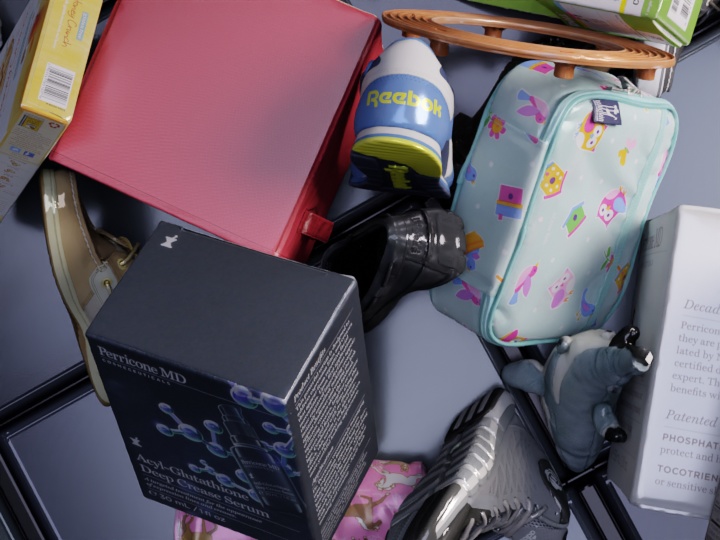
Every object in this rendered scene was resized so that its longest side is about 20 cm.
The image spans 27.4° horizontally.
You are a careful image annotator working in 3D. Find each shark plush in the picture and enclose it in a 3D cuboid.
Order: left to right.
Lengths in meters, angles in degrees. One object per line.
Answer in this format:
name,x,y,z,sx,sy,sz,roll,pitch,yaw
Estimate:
shark plush,0.177,0.084,1.036,0.090,0.200,0.084,-4,73,-22

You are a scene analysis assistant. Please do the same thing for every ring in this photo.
ring,0.111,-0.151,0.991,0.199,0.201,0.019,9,106,4

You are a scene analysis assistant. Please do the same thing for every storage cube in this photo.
storage cube,-0.090,-0.117,1.065,0.199,0.171,0.181,23,89,5

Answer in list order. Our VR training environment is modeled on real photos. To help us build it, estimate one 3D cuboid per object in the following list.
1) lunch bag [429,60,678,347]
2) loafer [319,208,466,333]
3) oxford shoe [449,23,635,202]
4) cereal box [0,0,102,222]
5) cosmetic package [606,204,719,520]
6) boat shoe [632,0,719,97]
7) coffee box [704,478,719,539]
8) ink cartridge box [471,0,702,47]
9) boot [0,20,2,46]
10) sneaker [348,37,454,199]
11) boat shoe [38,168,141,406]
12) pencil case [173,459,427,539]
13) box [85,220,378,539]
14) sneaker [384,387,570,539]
lunch bag,0.143,-0.047,1.043,0.077,0.160,0.201,35,113,42
loafer,0.000,0.000,1.049,0.070,0.200,0.069,6,71,-27
oxford shoe,0.139,-0.117,1.107,0.200,0.073,0.084,-44,116,-5
cereal box,-0.233,-0.132,1.046,0.039,0.200,0.145,19,64,-22
cosmetic package,0.275,0.070,1.036,0.165,0.167,0.202,9,89,4
boat shoe,0.249,-0.222,1.097,0.066,0.070,0.202,12,82,5
coffee box,0.295,0.097,0.911,0.113,0.080,0.202,14,90,3
ink cartridge box,0.154,-0.256,1.057,0.199,0.076,0.149,17,92,31
boot,-0.325,-0.264,1.131,0.096,0.074,0.200,-44,85,9
sneaker,0.031,-0.095,0.988,0.073,0.200,0.083,6,83,-1
boat shoe,-0.187,0.008,1.091,0.066,0.074,0.201,-14,126,-4
pencil case,-0.042,0.188,1.101,0.198,0.087,0.083,-1,120,4
box,-0.080,0.085,1.007,0.147,0.201,0.107,16,53,20
sneaker,0.098,0.174,1.045,0.116,0.200,0.075,48,127,-5
